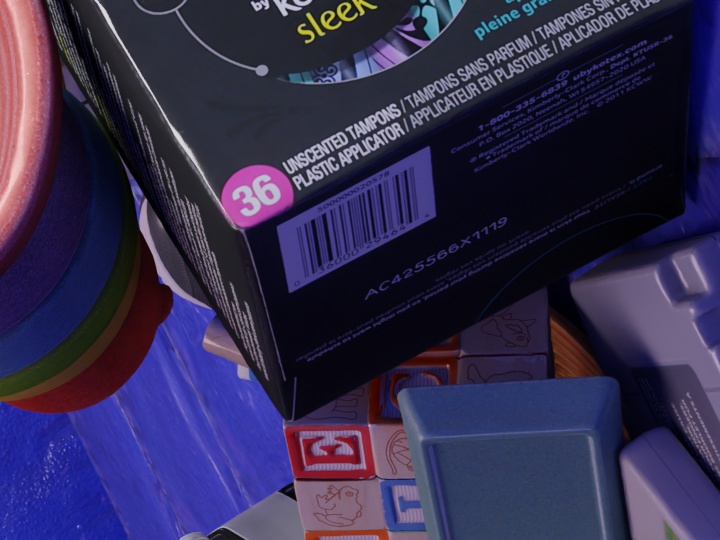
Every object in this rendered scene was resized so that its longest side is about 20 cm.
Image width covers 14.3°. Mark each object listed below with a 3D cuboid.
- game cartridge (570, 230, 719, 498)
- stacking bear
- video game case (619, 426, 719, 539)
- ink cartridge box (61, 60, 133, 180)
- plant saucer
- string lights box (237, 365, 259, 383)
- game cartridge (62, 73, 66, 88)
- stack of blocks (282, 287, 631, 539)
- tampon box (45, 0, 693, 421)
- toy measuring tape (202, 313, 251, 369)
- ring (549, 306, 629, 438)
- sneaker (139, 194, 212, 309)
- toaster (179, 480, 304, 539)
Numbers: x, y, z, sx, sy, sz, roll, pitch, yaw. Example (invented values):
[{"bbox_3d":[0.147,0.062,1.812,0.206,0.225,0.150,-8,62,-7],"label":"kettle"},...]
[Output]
[{"bbox_3d":[0.134,0.083,0.899,0.201,0.041,0.133,63,173,-3],"label":"game cartridge"},{"bbox_3d":[-0.119,-0.010,0.914,0.114,0.121,0.200,65,-176,20],"label":"stacking bear"},{"bbox_3d":[0.147,0.171,0.904,0.200,0.022,0.182,53,166,38],"label":"video game case"},{"bbox_3d":[-0.138,-0.106,1.248,0.146,0.199,0.085,53,165,40],"label":"ink cartridge box"},{"bbox_3d":[0.059,0.104,0.955,0.201,0.069,0.019,78,-169,-48],"label":"plant saucer"},{"bbox_3d":[0.000,0.000,1.136,0.200,0.059,0.103,-172,85,-76],"label":"string lights box"},{"bbox_3d":[-0.134,-0.100,1.055,0.200,0.032,0.177,87,170,-67],"label":"game cartridge"},{"bbox_3d":[0.042,0.091,1.000,0.201,0.114,0.059,80,-170,-49],"label":"stack of blocks"},{"bbox_3d":[-0.013,-0.089,0.866,0.200,0.149,0.126,57,169,26],"label":"tampon box"},{"bbox_3d":[0.001,-0.040,0.952,0.074,0.073,0.200,66,-150,-17],"label":"toy measuring tape"},{"bbox_3d":[0.108,0.098,1.084,0.201,0.019,0.201,57,166,22],"label":"ring"},{"bbox_3d":[-0.018,0.013,1.287,0.084,0.075,0.200,26,166,51],"label":"sneaker"},{"bbox_3d":[-0.005,0.193,1.362,0.119,0.180,0.201,30,145,52],"label":"toaster"}]
